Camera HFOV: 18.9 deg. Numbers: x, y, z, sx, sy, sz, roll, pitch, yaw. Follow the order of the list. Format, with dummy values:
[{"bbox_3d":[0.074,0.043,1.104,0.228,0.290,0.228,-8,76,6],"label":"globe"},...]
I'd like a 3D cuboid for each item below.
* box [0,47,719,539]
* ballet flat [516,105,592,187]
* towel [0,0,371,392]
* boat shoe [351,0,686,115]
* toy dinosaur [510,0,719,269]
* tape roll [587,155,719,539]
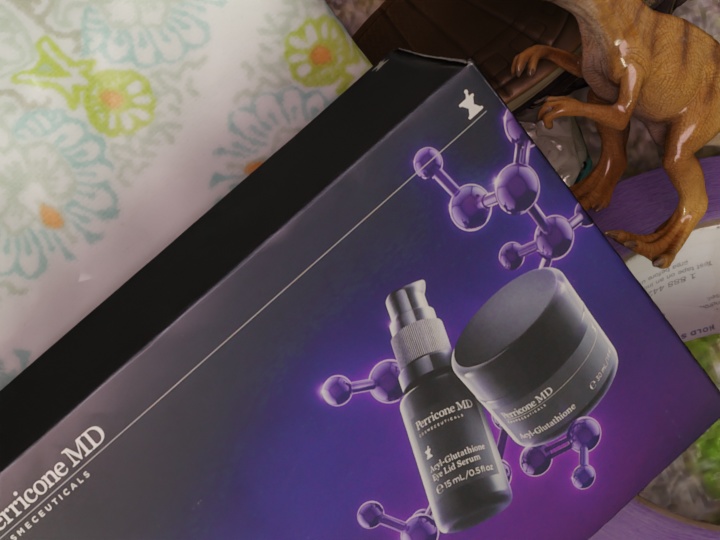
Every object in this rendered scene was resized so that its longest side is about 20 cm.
[{"bbox_3d":[-0.011,0.050,0.657,0.200,0.079,0.141,-42,105,-8],"label":"box"},{"bbox_3d":[0.000,0.000,0.812,0.200,0.072,0.072,-43,92,4],"label":"ballet flat"},{"bbox_3d":[-0.074,-0.029,0.694,0.171,0.048,0.200,-41,114,-6],"label":"towel"},{"bbox_3d":[0.072,-0.093,0.798,0.200,0.065,0.073,-37,57,-4],"label":"boat shoe"},{"bbox_3d":[0.115,-0.057,0.757,0.200,0.060,0.107,22,99,-44],"label":"toy dinosaur"},{"bbox_3d":[0.139,0.052,0.759,0.199,0.201,0.066,-5,139,6],"label":"tape roll"}]
